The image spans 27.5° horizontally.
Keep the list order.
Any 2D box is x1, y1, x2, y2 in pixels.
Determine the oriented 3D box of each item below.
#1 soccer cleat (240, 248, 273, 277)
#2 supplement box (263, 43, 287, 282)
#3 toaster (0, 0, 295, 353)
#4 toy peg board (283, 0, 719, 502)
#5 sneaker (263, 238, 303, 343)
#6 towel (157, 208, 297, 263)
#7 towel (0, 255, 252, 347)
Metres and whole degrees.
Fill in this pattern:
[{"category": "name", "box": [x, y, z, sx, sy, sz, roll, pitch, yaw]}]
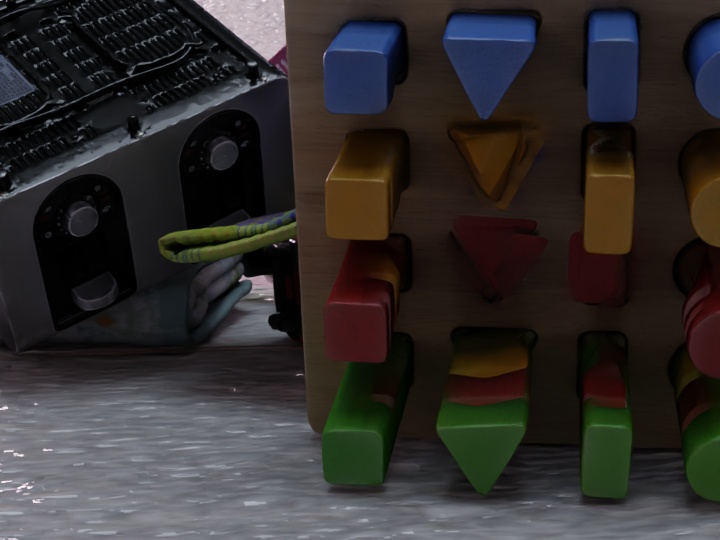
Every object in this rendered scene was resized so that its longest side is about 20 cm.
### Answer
[{"category": "soccer cleat", "box": [0.000, 0.000, 0.958, 0.081, 0.068, 0.199, -35, 32, -33]}, {"category": "supplement box", "box": [-0.018, -0.105, 1.103, 0.199, 0.131, 0.103, -39, -4, 16]}, {"category": "toaster", "box": [-0.155, -0.071, 0.794, 0.180, 0.120, 0.200, -27, 46, -24]}, {"category": "toy peg board", "box": [0.068, -0.010, 0.537, 0.197, 0.201, 0.098, 1, 23, 8]}, {"category": "sneaker", "box": [0.015, 0.012, 0.781, 0.097, 0.072, 0.200, -4, 7, -17]}, {"category": "towel", "box": [0.007, -0.042, 0.739, 0.143, 0.023, 0.199, -15, 4, 35]}, {"category": "towel", "box": [-0.163, 0.012, 0.890, 0.169, 0.049, 0.200, -2, 7, 7]}]
